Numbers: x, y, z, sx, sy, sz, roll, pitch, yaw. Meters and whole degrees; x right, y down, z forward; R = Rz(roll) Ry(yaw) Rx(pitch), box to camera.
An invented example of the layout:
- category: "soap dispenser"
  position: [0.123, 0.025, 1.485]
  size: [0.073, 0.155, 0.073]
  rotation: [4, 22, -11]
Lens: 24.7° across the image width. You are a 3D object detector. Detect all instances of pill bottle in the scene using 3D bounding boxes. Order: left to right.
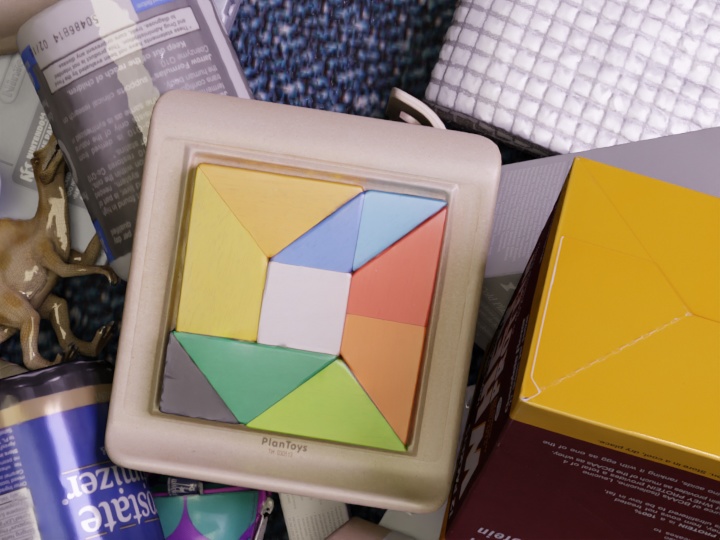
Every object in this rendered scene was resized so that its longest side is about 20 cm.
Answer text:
- category: "pill bottle"
  position: [-0.162, 0.158, 0.900]
  size: [0.111, 0.112, 0.201]
  rotation: [-18, 83, 1]
- category: "pill bottle"
  position: [-0.105, -0.062, 0.927]
  size: [0.113, 0.114, 0.201]
  rotation: [-23, 92, 1]

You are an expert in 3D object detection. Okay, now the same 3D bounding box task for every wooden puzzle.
- category: "wooden puzzle"
  position: [-0.030, 0.016, 0.852]
  size: [0.184, 0.037, 0.201]
  rotation: [9, 90, 0]

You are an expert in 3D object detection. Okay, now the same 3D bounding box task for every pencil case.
- category: "pencil case"
  position: [-0.090, 0.216, 0.973]
  size: [0.092, 0.085, 0.201]
  rotation: [-4, 90, 16]

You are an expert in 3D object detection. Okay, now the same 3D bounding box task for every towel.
- category: "towel"
  position: [0.154, -0.133, 0.973]
  size: [0.199, 0.086, 0.166]
  rotation: [22, 87, 1]

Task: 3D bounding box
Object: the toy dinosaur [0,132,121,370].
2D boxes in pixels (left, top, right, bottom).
- category: "toy dinosaur"
  position: [-0.201, 0.019, 0.973]
  size: [0.101, 0.058, 0.200]
  rotation: [33, 94, 14]

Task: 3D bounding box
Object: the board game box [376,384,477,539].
- category: "board game box"
  position: [0.096, 0.198, 0.934]
  size: [0.200, 0.026, 0.200]
  rotation: [32, 99, 10]

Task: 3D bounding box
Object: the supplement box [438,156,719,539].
- category: "supplement box"
  position: [0.161, 0.075, 0.813]
  size: [0.197, 0.200, 0.133]
  rotation: [16, 60, 0]

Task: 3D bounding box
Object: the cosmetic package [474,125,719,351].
- category: "cosmetic package"
  position: [0.145, -0.008, 0.904]
  size: [0.107, 0.200, 0.090]
  rotation: [41, 57, -37]

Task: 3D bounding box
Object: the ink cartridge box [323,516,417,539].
- category: "ink cartridge box"
  position: [0.056, 0.208, 0.845]
  size: [0.199, 0.165, 0.075]
  rotation: [19, 98, 11]

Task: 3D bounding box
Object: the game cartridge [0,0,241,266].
- category: "game cartridge"
  position: [-0.164, -0.109, 1.001]
  size: [0.133, 0.040, 0.201]
  rotation: [21, 90, -3]

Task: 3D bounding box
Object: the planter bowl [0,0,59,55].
- category: "planter bowl"
  position: [-0.235, -0.235, 0.931]
  size: [0.199, 0.135, 0.201]
  rotation: [-2, 82, 11]

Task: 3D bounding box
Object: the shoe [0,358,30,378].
- category: "shoe"
  position: [-0.222, 0.086, 0.991]
  size: [0.199, 0.053, 0.070]
  rotation: [10, 90, 1]

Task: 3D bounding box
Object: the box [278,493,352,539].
- category: "box"
  position: [-0.014, 0.195, 0.995]
  size: [0.041, 0.039, 0.201]
  rotation: [-14, 90, 1]

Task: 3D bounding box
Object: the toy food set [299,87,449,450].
- category: "toy food set"
  position: [0.000, 0.000, 0.943]
  size: [0.060, 0.144, 0.201]
  rotation: [16, 90, -1]
